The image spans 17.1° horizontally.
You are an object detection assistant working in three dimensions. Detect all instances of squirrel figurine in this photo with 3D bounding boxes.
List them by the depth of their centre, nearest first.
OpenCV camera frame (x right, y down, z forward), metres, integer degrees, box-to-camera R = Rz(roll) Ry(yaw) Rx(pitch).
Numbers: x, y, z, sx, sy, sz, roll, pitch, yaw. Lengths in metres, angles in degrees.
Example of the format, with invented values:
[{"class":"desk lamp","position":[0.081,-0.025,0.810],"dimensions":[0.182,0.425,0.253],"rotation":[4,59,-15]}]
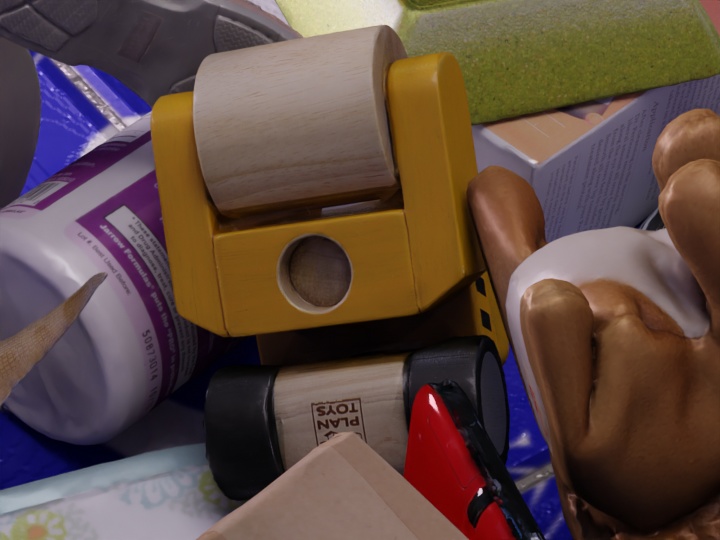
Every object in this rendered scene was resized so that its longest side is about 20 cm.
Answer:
[{"class":"squirrel figurine","position":[0.158,0.035,0.903],"dimensions":[0.186,0.201,0.142],"rotation":[-17,15,-1]}]

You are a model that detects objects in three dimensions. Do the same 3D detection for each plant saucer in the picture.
[{"class":"plant saucer","position":[0.054,-0.159,1.157],"dimensions":[0.199,0.048,0.200],"rotation":[-13,48,-21]}]

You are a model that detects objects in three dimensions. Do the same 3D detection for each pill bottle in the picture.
[{"class":"pill bottle","position":[-0.082,-0.015,1.090],"dimensions":[0.112,0.113,0.200],"rotation":[34,48,23]}]

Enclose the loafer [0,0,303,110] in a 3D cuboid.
[{"class":"loafer","position":[-0.080,-0.104,1.023],"dimensions":[0.199,0.072,0.063],"rotation":[28,29,-25]}]

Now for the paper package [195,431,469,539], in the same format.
[{"class":"paper package","position":[0.008,0.184,0.804],"dimensions":[0.200,0.191,0.103],"rotation":[44,54,14]}]

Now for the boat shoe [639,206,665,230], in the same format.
[{"class":"boat shoe","position":[0.204,-0.043,1.213],"dimensions":[0.069,0.057,0.200],"rotation":[35,49,24]}]

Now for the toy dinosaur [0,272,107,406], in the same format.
[{"class":"toy dinosaur","position":[-0.173,0.052,1.006],"dimensions":[0.200,0.058,0.101],"rotation":[-39,42,11]}]

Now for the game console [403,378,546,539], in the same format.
[{"class":"game console","position":[0.094,0.150,0.882],"dimensions":[0.118,0.201,0.173],"rotation":[-13,47,-18]}]

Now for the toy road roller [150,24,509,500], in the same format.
[{"class":"toy road roller","position":[0.000,0.000,1.011],"dimensions":[0.122,0.201,0.146],"rotation":[-7,6,16]}]

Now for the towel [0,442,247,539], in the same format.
[{"class":"towel","position":[-0.103,0.158,0.956],"dimensions":[0.199,0.048,0.172],"rotation":[-13,51,-23]}]

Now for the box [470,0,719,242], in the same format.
[{"class":"box","position":[0.086,-0.095,1.209],"dimensions":[0.152,0.107,0.200],"rotation":[36,49,25]}]

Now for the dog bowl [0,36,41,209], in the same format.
[{"class":"dog bowl","position":[-0.232,-0.043,1.027],"dimensions":[0.079,0.201,0.200],"rotation":[35,49,21]}]
